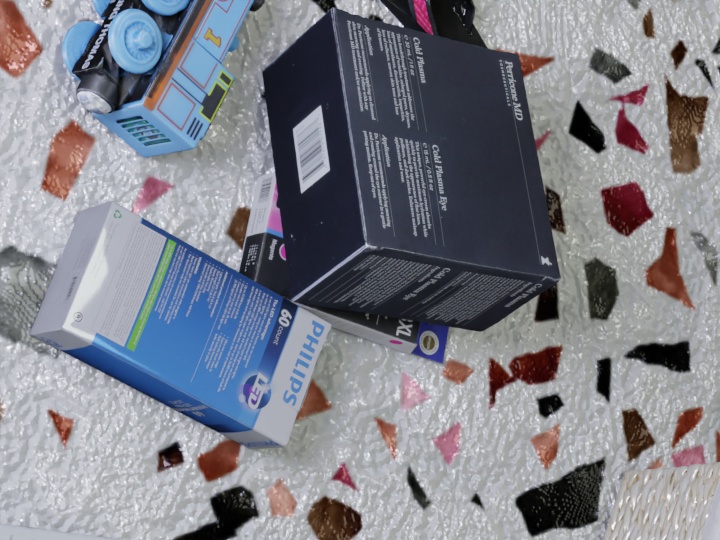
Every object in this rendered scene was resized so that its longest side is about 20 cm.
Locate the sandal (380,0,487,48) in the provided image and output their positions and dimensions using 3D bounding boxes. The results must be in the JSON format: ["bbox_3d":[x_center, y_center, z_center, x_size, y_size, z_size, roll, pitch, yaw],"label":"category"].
[{"bbox_3d":[0.063,-0.214,1.769,0.075,0.045,0.200,-42,107,-30],"label":"sandal"}]

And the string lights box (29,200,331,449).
[{"bbox_3d":[-0.127,0.043,1.601,0.200,0.059,0.103,31,68,-27],"label":"string lights box"}]

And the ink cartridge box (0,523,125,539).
[{"bbox_3d":[-0.256,0.270,1.497,0.199,0.043,0.197,12,78,-29],"label":"ink cartridge box"}]

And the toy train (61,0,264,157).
[{"bbox_3d":[-0.137,-0.184,1.615,0.114,0.086,0.201,41,61,-32],"label":"toy train"}]

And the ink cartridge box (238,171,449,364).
[{"bbox_3d":[0.000,0.000,1.708,0.199,0.037,0.095,21,72,-32],"label":"ink cartridge box"}]

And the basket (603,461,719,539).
[{"bbox_3d":[0.301,0.280,1.792,0.198,0.161,0.201,30,68,-27],"label":"basket"}]

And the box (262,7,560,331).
[{"bbox_3d":[0.037,-0.072,1.663,0.181,0.104,0.201,10,60,-33],"label":"box"}]
